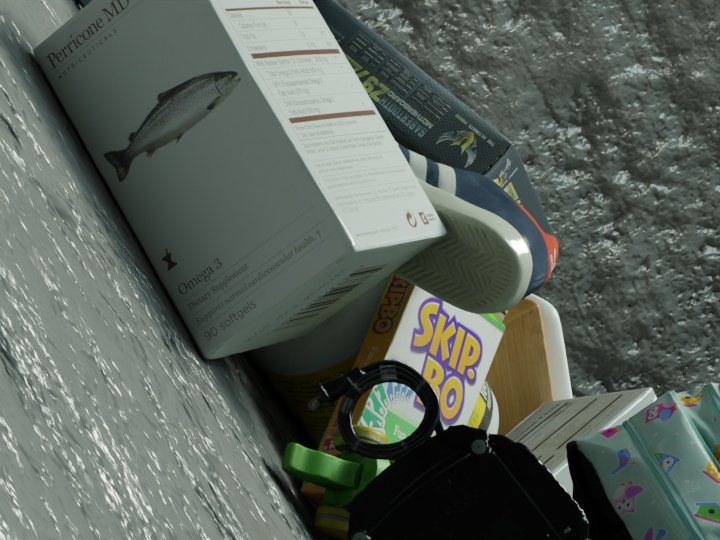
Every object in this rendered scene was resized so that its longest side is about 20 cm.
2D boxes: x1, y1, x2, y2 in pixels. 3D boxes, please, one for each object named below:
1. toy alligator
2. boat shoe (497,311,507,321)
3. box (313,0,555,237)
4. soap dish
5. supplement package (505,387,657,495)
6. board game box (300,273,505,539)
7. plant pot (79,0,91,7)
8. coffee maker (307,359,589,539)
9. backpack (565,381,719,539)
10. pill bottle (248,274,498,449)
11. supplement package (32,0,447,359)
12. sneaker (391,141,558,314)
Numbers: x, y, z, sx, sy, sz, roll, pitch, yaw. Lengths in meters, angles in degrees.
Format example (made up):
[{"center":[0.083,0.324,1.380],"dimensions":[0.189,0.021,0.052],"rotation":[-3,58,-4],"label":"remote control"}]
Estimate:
[{"center":[0.030,0.135,1.488],"dimensions":[0.200,0.054,0.060],"rotation":[34,65,-48],"label":"toy alligator"},{"center":[0.000,0.000,1.701],"dimensions":[0.073,0.199,0.063],"rotation":[40,53,-64],"label":"boat shoe"},{"center":[0.041,-0.094,1.884],"dimensions":[0.200,0.051,0.158],"rotation":[40,-9,27],"label":"box"},{"center":[0.077,0.102,1.811],"dimensions":[0.157,0.081,0.201],"rotation":[25,-51,57],"label":"soap dish"},{"center":[0.146,0.201,1.668],"dimensions":[0.111,0.156,0.201],"rotation":[-11,-69,54],"label":"supplement package"},{"center":[0.030,0.072,1.557],"dimensions":[0.096,0.030,0.201],"rotation":[52,47,-41],"label":"board game box"},{"center":[-0.102,-0.232,1.829],"dimensions":[0.142,0.199,0.141],"rotation":[59,5,-4],"label":"plant pot"},{"center":[0.060,0.148,1.357],"dimensions":[0.200,0.134,0.193],"rotation":[81,-5,-78],"label":"coffee maker"},{"center":[0.191,0.158,1.408],"dimensions":[0.167,0.126,0.200],"rotation":[70,-4,-48],"label":"backpack"},{"center":[-0.003,0.046,1.627],"dimensions":[0.200,0.112,0.113],"rotation":[56,5,-37],"label":"pill bottle"},{"center":[-0.066,-0.071,1.463],"dimensions":[0.201,0.117,0.117],"rotation":[59,28,10],"label":"supplement package"},{"center":[0.027,-0.040,1.533],"dimensions":[0.200,0.075,0.084],"rotation":[35,25,23],"label":"sneaker"}]
